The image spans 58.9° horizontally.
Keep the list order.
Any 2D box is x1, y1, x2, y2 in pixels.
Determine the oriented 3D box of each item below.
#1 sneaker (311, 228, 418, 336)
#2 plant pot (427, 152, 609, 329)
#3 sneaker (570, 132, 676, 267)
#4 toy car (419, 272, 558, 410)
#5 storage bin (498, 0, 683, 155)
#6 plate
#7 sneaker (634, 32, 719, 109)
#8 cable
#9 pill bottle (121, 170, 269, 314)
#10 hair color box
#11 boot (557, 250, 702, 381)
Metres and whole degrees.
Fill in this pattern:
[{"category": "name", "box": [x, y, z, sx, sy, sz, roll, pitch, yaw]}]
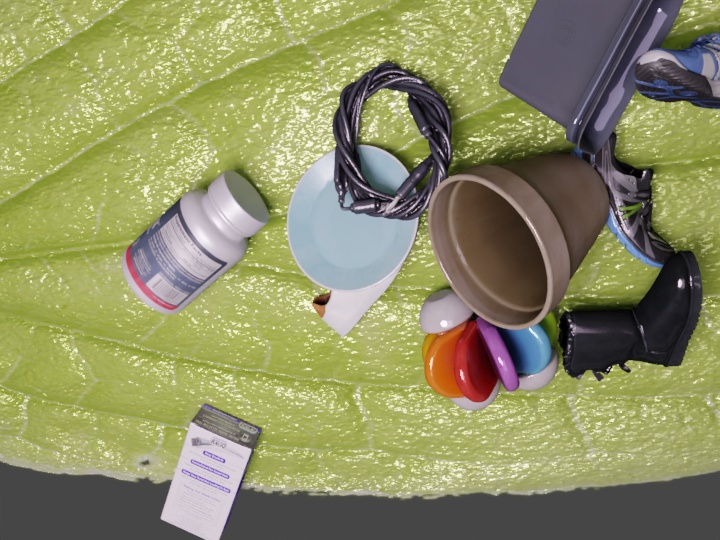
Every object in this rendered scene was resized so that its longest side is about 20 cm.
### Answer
[{"category": "sneaker", "box": [0.000, 0.000, 0.902, 0.084, 0.073, 0.201, 36, 110, -7]}, {"category": "plant pot", "box": [0.209, -0.058, 0.786, 0.172, 0.199, 0.204, -30, 105, -25]}, {"category": "sneaker", "box": [0.351, -0.089, 0.824, 0.082, 0.071, 0.201, -33, 97, 23]}, {"category": "toy car", "box": [0.176, 0.108, 0.870, 0.196, 0.150, 0.178, -22, 103, 14]}, {"category": "storage bin", "box": [0.267, -0.263, 0.758, 0.133, 0.144, 0.203, 36, 112, 26]}, {"category": "plate", "box": [-0.010, -0.070, 0.875, 0.195, 0.025, 0.206, -4, 79, 21]}, {"category": "sneaker", "box": [0.391, -0.238, 0.745, 0.196, 0.075, 0.079, -1, 99, -33]}, {"category": "cable", "box": [0.041, -0.170, 0.823, 0.159, 0.051, 0.206, 4, 87, 23]}, {"category": "pill bottle", "box": [-0.228, -0.043, 0.898, 0.199, 0.120, 0.120, -37, 99, 16]}, {"category": "hair color box", "box": [-0.247, 0.336, 1.050, 0.107, 0.065, 0.204, 23, 111, 1]}, {"category": "boot", "box": [0.349, 0.065, 0.846, 0.158, 0.074, 0.201, -3, 131, 9]}]
